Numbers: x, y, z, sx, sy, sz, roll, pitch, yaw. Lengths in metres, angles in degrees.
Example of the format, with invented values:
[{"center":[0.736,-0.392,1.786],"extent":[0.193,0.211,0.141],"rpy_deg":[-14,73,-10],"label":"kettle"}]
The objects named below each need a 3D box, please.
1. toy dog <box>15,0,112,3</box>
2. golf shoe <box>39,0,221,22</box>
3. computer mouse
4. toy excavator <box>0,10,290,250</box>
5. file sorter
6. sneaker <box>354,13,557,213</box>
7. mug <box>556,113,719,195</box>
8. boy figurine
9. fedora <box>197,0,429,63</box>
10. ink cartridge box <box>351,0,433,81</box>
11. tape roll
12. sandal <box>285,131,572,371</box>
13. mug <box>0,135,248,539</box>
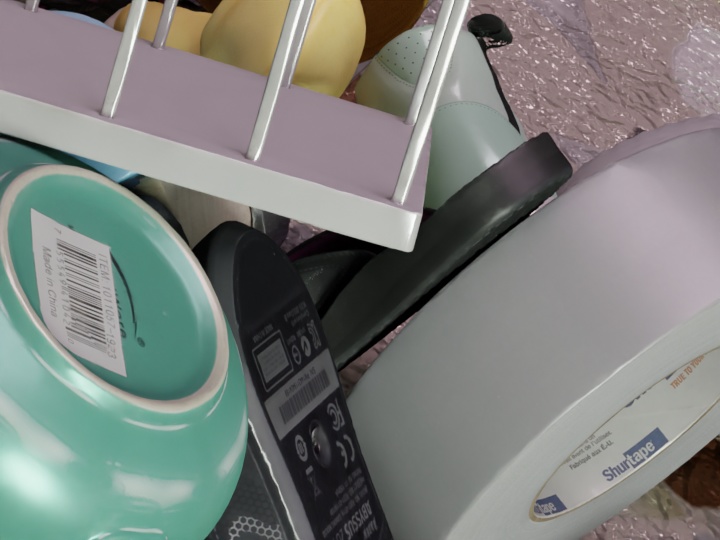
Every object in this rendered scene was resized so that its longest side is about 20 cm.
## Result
[{"center":[-0.170,-0.146,1.070],"extent":[0.200,0.132,0.096],"rpy_deg":[34,-13,42],"label":"toy dog"},{"center":[-0.111,-0.136,1.202],"extent":[0.200,0.073,0.092],"rpy_deg":[41,5,5],"label":"golf shoe"},{"center":[-0.032,0.084,0.903],"extent":[0.138,0.053,0.200],"rpy_deg":[-25,98,-69],"label":"computer mouse"},{"center":[-0.149,-0.060,0.981],"extent":[0.100,0.194,0.200],"rpy_deg":[-29,96,-58],"label":"toy excavator"},{"center":[-0.061,-0.106,0.852],"extent":[0.200,0.125,0.139],"rpy_deg":[16,14,-1],"label":"file sorter"},{"center":[0.047,-0.029,1.085],"extent":[0.200,0.074,0.118],"rpy_deg":[79,-10,-69],"label":"sneaker"},{"center":[0.181,0.005,1.180],"extent":[0.200,0.148,0.175],"rpy_deg":[12,11,43],"label":"mug"},{"center":[-0.047,-0.070,1.046],"extent":[0.124,0.200,0.064],"rpy_deg":[36,72,2],"label":"boy figurine"},{"center":[-0.052,-0.164,1.061],"extent":[0.082,0.201,0.201],"rpy_deg":[-21,60,-39],"label":"fedora"},{"center":[-0.061,-0.196,1.252],"extent":[0.200,0.083,0.146],"rpy_deg":[45,-4,15],"label":"ink cartridge box"},{"center":[0.086,0.036,1.001],"extent":[0.066,0.200,0.200],"rpy_deg":[51,32,18],"label":"tape roll"},{"center":[0.001,-0.001,0.965],"extent":[0.048,0.200,0.075],"rpy_deg":[53,42,5],"label":"sandal"},{"center":[-0.098,0.047,0.804],"extent":[0.185,0.114,0.152],"rpy_deg":[50,30,-1],"label":"mug"}]
